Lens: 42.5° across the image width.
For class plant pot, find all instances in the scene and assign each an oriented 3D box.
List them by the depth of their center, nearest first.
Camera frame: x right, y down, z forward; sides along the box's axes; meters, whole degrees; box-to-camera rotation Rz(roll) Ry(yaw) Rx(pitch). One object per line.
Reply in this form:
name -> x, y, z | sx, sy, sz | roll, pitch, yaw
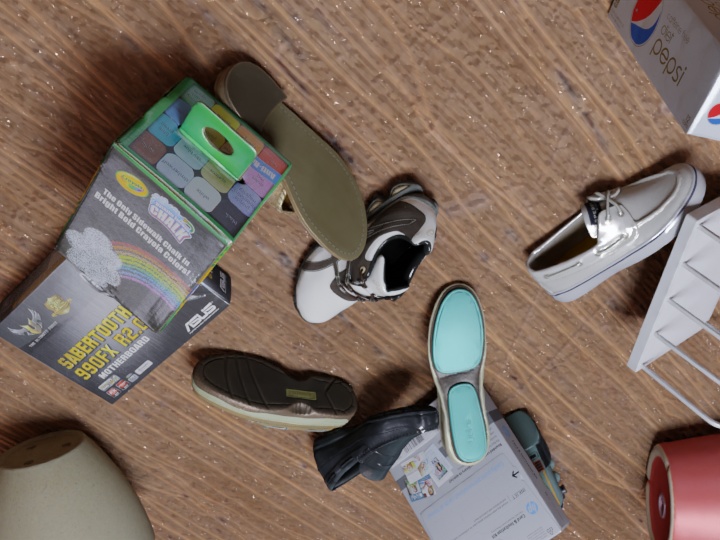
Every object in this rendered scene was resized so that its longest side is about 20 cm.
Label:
plant pot -> 0.462, 0.295, 1.166 | 0.173, 0.203, 0.204 | 1, 130, 4

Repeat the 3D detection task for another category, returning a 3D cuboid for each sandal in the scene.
sandal -> -0.073, -0.098, 0.871 | 0.069, 0.078, 0.213 | -4, 130, 49

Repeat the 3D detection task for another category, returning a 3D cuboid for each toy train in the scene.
toy train -> 0.196, 0.267, 1.175 | 0.112, 0.086, 0.202 | -28, 127, 3

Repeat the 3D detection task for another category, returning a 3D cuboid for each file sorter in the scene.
file sorter -> 0.388, 0.035, 0.945 | 0.137, 0.124, 0.203 | -23, 138, -33

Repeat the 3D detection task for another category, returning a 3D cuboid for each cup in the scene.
cup -> -0.347, 0.271, 1.060 | 0.195, 0.201, 0.147 | -10, 103, 2

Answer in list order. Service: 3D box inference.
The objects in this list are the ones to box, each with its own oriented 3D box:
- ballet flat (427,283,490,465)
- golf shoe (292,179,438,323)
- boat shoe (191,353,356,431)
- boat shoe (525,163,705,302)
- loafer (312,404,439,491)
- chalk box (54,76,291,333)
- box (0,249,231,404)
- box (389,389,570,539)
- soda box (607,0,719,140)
ballet flat -> 0.108, 0.114, 1.036 | 0.068, 0.069, 0.205 | -3, 95, -4
golf shoe -> 0.000, 0.000, 0.928 | 0.077, 0.096, 0.200 | 28, 122, -27
boat shoe -> -0.105, 0.154, 1.058 | 0.196, 0.073, 0.076 | 18, 137, -20
boat shoe -> 0.252, -0.047, 0.938 | 0.069, 0.072, 0.199 | 32, 126, -31
loafer -> 0.020, 0.206, 1.071 | 0.067, 0.072, 0.199 | -1, 159, -44
chalk box -> -0.151, -0.068, 0.791 | 0.124, 0.124, 0.200 | 40, 131, -8
box -> -0.254, 0.034, 0.954 | 0.199, 0.049, 0.158 | -37, 124, 21
box -> 0.128, 0.251, 1.089 | 0.156, 0.202, 0.041 | -41, 161, 25
soda box -> 0.266, -0.184, 0.741 | 0.062, 0.202, 0.069 | 8, 129, -14
